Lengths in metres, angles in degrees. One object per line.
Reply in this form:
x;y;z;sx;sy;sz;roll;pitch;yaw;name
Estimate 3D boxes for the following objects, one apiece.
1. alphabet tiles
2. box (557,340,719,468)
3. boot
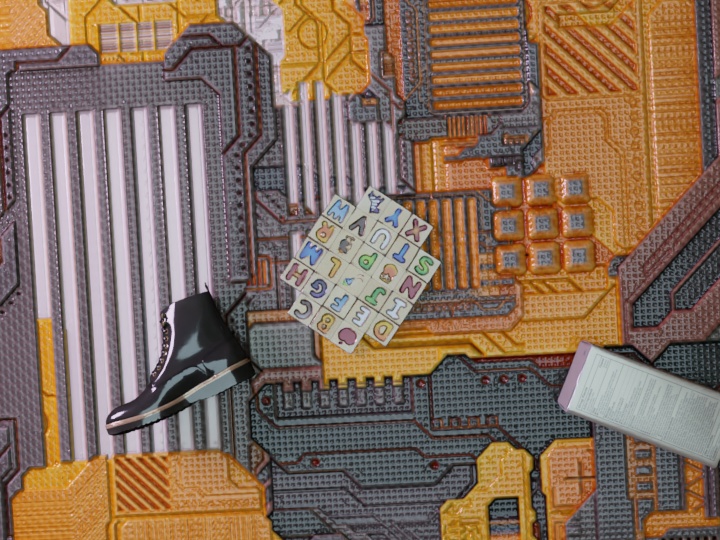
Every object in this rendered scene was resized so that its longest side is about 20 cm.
0.000;0.000;1.412;0.166;0.006;0.200;33;93;1;alphabet tiles
0.361;0.166;1.367;0.200;0.078;0.095;22;92;2;box
-0.254;0.117;1.399;0.200;0.077;0.138;-25;86;-11;boot
